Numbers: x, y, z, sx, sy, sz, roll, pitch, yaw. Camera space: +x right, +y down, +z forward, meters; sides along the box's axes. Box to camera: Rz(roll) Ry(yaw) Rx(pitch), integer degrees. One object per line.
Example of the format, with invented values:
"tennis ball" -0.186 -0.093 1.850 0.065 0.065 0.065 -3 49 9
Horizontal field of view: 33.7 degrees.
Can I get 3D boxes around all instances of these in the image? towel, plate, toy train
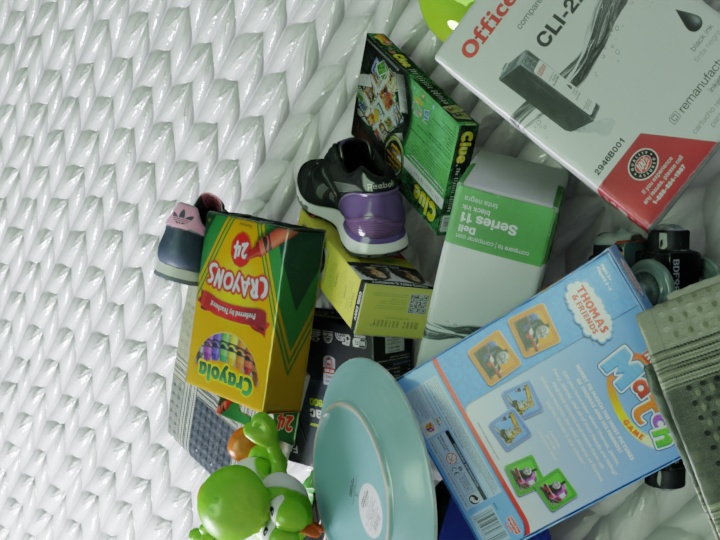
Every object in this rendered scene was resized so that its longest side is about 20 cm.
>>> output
"towel" -0.130 0.126 1.231 0.192 0.034 0.202 33 120 43
"plate" 0.000 0.170 0.929 0.200 0.025 0.203 14 106 63
"toy train" 0.216 0.065 0.918 0.113 0.084 0.203 6 98 56
"towel" 0.300 0.083 0.790 0.198 0.035 0.195 -20 81 5

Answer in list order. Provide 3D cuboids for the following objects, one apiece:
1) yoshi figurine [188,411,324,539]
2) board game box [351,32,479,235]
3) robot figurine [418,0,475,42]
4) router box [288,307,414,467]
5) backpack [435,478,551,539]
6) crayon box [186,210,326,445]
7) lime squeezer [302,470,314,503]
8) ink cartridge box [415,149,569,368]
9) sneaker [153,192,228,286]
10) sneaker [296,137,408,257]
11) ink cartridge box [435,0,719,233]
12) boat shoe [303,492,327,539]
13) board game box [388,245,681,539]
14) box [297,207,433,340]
"yoshi figurine" -0.103 0.190 1.028 0.200 0.111 0.114 -169 63 -74
"board game box" 0.043 -0.127 1.067 0.200 0.023 0.106 -125 41 -49
"robot figurine" 0.107 -0.268 0.966 0.174 0.115 0.203 12 103 33
"router box" -0.033 0.119 1.198 0.199 0.062 0.152 5 99 46
"backpack" 0.084 0.296 1.007 0.167 0.164 0.200 29 150 -5
"crayon box" -0.102 0.052 1.115 0.126 0.050 0.203 12 97 46
"lime squeezer" -0.020 0.215 1.138 0.070 0.038 0.200 36 151 4
"ink cartridge box" 0.104 0.019 0.970 0.082 0.147 0.202 14 108 8
"sneaker" -0.146 -0.041 1.223 0.069 0.200 0.083 15 104 9
"sneaker" -0.006 -0.088 1.105 0.200 0.075 0.089 -137 40 -59
"ink cartridge box" 0.174 -0.146 0.854 0.200 0.084 0.145 40 99 12
"boat shoe" -0.017 0.253 1.106 0.200 0.073 0.077 119 151 -61
"board game box" 0.140 0.099 0.871 0.199 0.037 0.152 -33 83 23
"box" 0.000 0.000 1.092 0.200 0.074 0.051 -131 50 -62
